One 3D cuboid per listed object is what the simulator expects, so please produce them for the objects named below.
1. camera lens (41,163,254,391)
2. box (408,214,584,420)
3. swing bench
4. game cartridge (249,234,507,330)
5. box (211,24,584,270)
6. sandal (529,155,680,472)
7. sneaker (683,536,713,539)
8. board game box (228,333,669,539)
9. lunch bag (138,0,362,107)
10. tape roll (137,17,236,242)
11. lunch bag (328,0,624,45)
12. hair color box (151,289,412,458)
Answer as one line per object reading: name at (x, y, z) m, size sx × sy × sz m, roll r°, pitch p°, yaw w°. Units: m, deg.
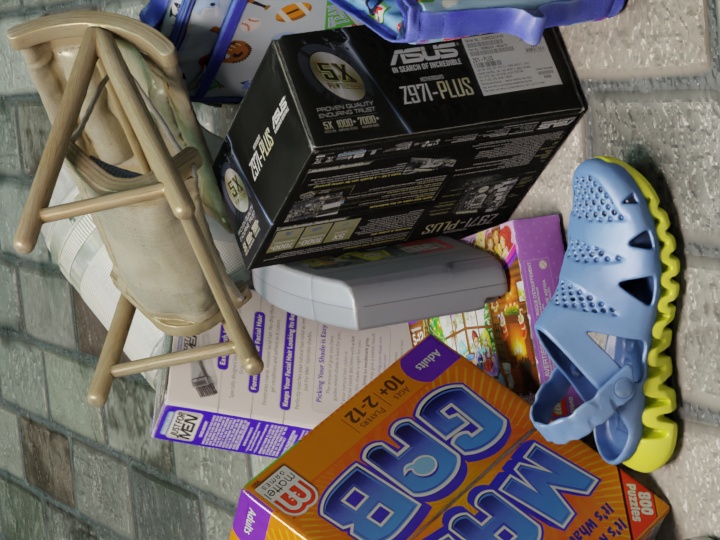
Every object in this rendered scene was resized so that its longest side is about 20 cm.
camera lens at (-0.149, -0.010, 1.832) m, size 0.200 × 0.160 × 0.160 m, roll 50°, pitch 147°, yaw 15°
box at (0.091, 0.045, 1.590) m, size 0.200 × 0.039 × 0.138 m, roll 158°, pitch 104°, yaw -67°
swing bench at (-0.157, -0.049, 1.581) m, size 0.199 × 0.129 × 0.201 m, roll 72°, pitch -171°, yaw -53°
game cartridge at (0.000, 0.000, 1.571) m, size 0.200 × 0.132 × 0.041 m, roll -156°, pitch 56°, yaw -64°
box at (0.022, -0.088, 1.502) m, size 0.164 × 0.199 × 0.087 m, roll 121°, pitch 133°, yaw -57°
sandal at (0.147, 0.031, 1.399) m, size 0.079 × 0.086 × 0.202 m, roll -169°, pitch 74°, yaw -67°
sneaker at (0.194, 0.266, 1.376) m, size 0.078 × 0.079 × 0.202 m, roll -178°, pitch 82°, yaw -67°
board game box at (0.043, 0.210, 1.467) m, size 0.199 × 0.200 × 0.201 m, roll 35°, pitch 137°, yaw 20°
lunch bag at (-0.066, -0.192, 1.586) m, size 0.200 × 0.159 × 0.076 m, roll 119°, pitch 143°, yaw -48°
tape roll at (-0.102, -0.122, 1.783) m, size 0.066 × 0.199 × 0.201 m, roll 120°, pitch 137°, yaw -53°
lunch bag at (0.064, -0.190, 1.434) m, size 0.200 × 0.150 × 0.095 m, roll -128°, pitch 37°, yaw -49°
hair color box at (-0.051, 0.081, 1.696) m, size 0.065 × 0.199 × 0.110 m, roll 119°, pitch 159°, yaw -56°
